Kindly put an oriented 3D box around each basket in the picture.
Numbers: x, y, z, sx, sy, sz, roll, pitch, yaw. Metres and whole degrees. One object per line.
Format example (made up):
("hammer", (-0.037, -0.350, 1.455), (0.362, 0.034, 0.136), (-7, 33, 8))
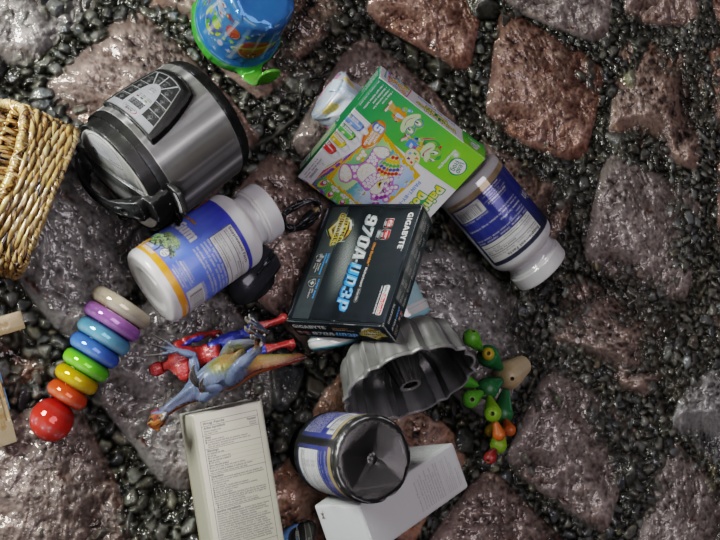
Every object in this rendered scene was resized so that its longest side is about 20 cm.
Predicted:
("basket", (-0.447, -0.107, 1.158), (0.148, 0.142, 0.202), (24, 74, -21))

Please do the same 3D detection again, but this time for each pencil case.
("pencil case", (0.022, -0.208, 1.422), (0.199, 0.091, 0.084), (35, 83, -17))

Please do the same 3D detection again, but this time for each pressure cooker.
("pressure cooker", (-0.264, -0.150, 1.233), (0.200, 0.175, 0.180), (-41, 103, -22))

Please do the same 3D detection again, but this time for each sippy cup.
("sippy cup", (-0.157, -0.363, 1.334), (0.178, 0.130, 0.140), (41, 68, -15))

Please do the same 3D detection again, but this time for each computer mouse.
("computer mouse", (-0.118, -0.032, 1.366), (0.059, 0.034, 0.201), (42, 68, -14))

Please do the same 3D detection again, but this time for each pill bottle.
("pill bottle", (0.223, -0.073, 1.487), (0.200, 0.115, 0.116), (48, 67, -13))
("pill bottle", (-0.024, 0.247, 1.284), (0.110, 0.200, 0.114), (3, 83, -24))
("pill bottle", (-0.203, -0.031, 1.282), (0.199, 0.112, 0.113), (-38, 100, -24))

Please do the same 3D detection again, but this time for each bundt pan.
("bundt pan", (0.060, 0.132, 1.355), (0.199, 0.203, 0.076), (-3, 54, -25))

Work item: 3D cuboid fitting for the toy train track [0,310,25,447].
("toy train track", (-0.468, 0.119, 1.186), (0.114, 0.032, 0.203), (-17, 97, -33))

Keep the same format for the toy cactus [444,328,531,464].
("toy cactus", (0.203, 0.180, 1.475), (0.164, 0.102, 0.202), (-23, 92, -44))

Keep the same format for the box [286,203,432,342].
("box", (0.000, 0.000, 1.333), (0.046, 0.157, 0.202), (53, 48, -47))

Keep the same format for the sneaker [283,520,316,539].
("sneaker", (-0.042, 0.438, 1.324), (0.082, 0.071, 0.201), (-32, 95, -19))

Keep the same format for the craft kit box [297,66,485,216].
("craft kit box", (0.044, -0.157, 1.380), (0.196, 0.200, 0.049), (32, 30, -19))

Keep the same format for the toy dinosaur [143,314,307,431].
("toy dinosaur", (-0.187, 0.149, 1.240), (0.199, 0.105, 0.182), (36, 98, -26))

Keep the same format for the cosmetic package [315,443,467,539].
("cosmetic package", (0.046, 0.317, 1.338), (0.199, 0.101, 0.072), (-22, 93, -41))

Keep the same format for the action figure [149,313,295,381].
("action figure", (-0.192, 0.111, 1.306), (0.198, 0.052, 0.066), (-14, 84, -21))

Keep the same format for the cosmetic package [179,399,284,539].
("cosmetic package", (-0.173, 0.283, 1.280), (0.102, 0.073, 0.203), (-8, 87, -25))

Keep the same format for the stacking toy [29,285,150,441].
("stacking toy", (-0.356, 0.123, 1.216), (0.085, 0.085, 0.201), (35, 76, -17))

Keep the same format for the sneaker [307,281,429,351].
("sneaker", (-0.004, 0.035, 1.391), (0.198, 0.079, 0.132), (-19, 88, -29))
